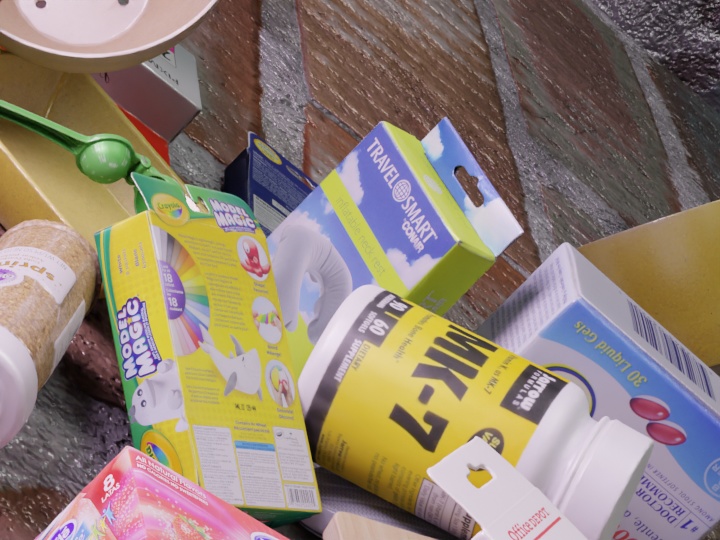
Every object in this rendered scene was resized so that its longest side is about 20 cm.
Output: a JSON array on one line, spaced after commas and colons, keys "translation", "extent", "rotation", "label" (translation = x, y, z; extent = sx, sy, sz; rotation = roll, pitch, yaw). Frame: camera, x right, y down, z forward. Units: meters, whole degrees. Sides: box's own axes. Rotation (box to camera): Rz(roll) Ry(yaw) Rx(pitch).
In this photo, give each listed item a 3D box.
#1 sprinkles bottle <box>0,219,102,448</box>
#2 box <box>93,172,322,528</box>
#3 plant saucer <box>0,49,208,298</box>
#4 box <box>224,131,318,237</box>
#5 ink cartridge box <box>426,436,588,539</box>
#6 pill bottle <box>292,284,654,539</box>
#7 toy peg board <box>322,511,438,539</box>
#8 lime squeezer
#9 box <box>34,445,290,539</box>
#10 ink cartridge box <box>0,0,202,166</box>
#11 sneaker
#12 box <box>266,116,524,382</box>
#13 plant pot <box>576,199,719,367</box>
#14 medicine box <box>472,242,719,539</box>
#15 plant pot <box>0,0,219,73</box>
[{"translation": [-0.190, 0.033, 1.356], "extent": [0.068, 0.068, 0.200], "rotation": [42, 17, -8], "label": "sprinkles bottle"}, {"translation": [-0.090, 0.046, 1.452], "extent": [0.117, 0.048, 0.200], "rotation": [13, 63, -55], "label": "box"}, {"translation": [-0.182, -0.053, 1.595], "extent": [0.200, 0.048, 0.200], "rotation": [49, 18, 13], "label": "plant saucer"}, {"translation": [-0.046, -0.018, 1.843], "extent": [0.121, 0.032, 0.200], "rotation": [39, 20, -19], "label": "box"}, {"translation": [0.098, 0.187, 1.341], "extent": [0.200, 0.067, 0.117], "rotation": [46, 17, 8], "label": "ink cartridge box"}, {"translation": [0.066, 0.099, 1.513], "extent": [0.200, 0.114, 0.114], "rotation": [26, 15, 12], "label": "pill bottle"}, {"translation": [0.067, 0.258, 1.425], "extent": [0.199, 0.098, 0.200], "rotation": [19, 27, -23], "label": "toy peg board"}, {"translation": [-0.150, -0.048, 1.541], "extent": [0.200, 0.038, 0.071], "rotation": [44, 49, -6], "label": "lime squeezer"}, {"translation": [-0.063, 0.188, 1.247], "extent": [0.200, 0.095, 0.103], "rotation": [34, 20, -30], "label": "box"}, {"translation": [-0.199, -0.159, 1.802], "extent": [0.200, 0.044, 0.174], "rotation": [37, 18, -24], "label": "ink cartridge box"}, {"translation": [0.046, 0.183, 1.552], "extent": [0.200, 0.071, 0.073], "rotation": [21, 26, -5], "label": "sneaker"}, {"translation": [0.000, 0.000, 1.629], "extent": [0.048, 0.200, 0.122], "rotation": [24, 27, -47], "label": "box"}, {"translation": [0.307, 0.019, 2.334], "extent": [0.200, 0.200, 0.142], "rotation": [-11, 83, -69], "label": "plant pot"}, {"translation": [0.135, 0.121, 1.659], "extent": [0.182, 0.200, 0.103], "rotation": [40, 16, -13], "label": "medicine box"}, {"translation": [-0.179, -0.210, 1.628], "extent": [0.200, 0.200, 0.134], "rotation": [46, -16, 5], "label": "plant pot"}]
